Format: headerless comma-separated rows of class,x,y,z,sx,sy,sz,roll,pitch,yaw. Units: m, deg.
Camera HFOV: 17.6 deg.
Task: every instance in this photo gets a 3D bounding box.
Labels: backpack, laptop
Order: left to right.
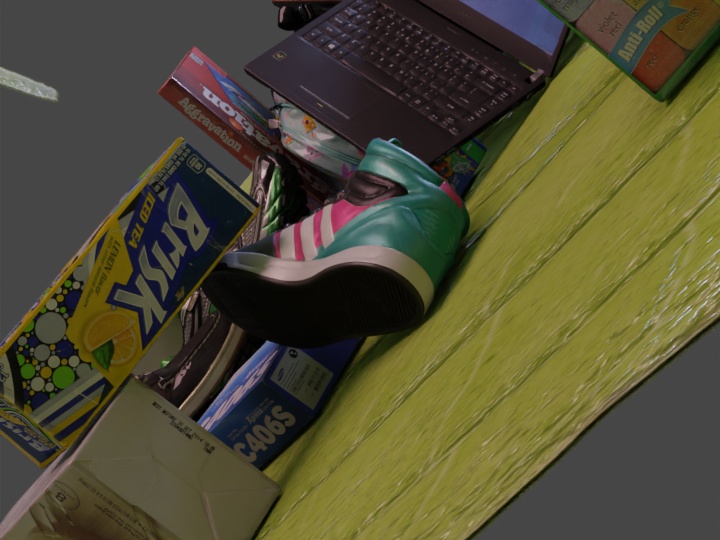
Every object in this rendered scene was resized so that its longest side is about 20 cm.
backpack,0.011,-0.122,1.726,0.200,0.167,0.127,-128,52,-81
laptop,0.042,-0.183,1.564,0.200,0.177,0.103,-36,-41,-22

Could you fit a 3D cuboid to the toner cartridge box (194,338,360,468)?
toner cartridge box,-0.075,0.099,1.542,0.200,0.043,0.095,-45,9,46

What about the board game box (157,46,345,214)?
board game box,-0.063,-0.089,1.767,0.019,0.200,0.103,-48,8,19

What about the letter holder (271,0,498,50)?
letter holder,0.046,-0.254,1.799,0.200,0.100,0.142,7,78,51

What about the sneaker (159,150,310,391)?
sneaker,-0.093,0.008,1.672,0.078,0.085,0.200,-28,-43,-75

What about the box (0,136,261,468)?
box,-0.149,0.018,1.392,0.200,0.070,0.064,-53,8,-25

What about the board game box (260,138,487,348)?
board game box,0.000,0.000,1.587,0.200,0.034,0.135,-46,9,43

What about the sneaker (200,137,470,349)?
sneaker,-0.007,-0.023,1.430,0.200,0.084,0.121,-4,42,48

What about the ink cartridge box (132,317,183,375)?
ink cartridge box,-0.149,0.080,1.892,0.146,0.083,0.200,-58,5,11

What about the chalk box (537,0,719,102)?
chalk box,0.147,-0.178,1.185,0.124,0.124,0.200,-49,8,18

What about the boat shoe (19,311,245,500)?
boat shoe,-0.157,0.102,1.601,0.201,0.066,0.072,-53,6,-12

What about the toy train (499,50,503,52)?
toy train,0.113,-0.234,1.875,0.200,0.087,0.114,-41,22,49

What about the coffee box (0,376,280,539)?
coffee box,-0.151,0.164,1.415,0.200,0.114,0.080,-46,9,49
